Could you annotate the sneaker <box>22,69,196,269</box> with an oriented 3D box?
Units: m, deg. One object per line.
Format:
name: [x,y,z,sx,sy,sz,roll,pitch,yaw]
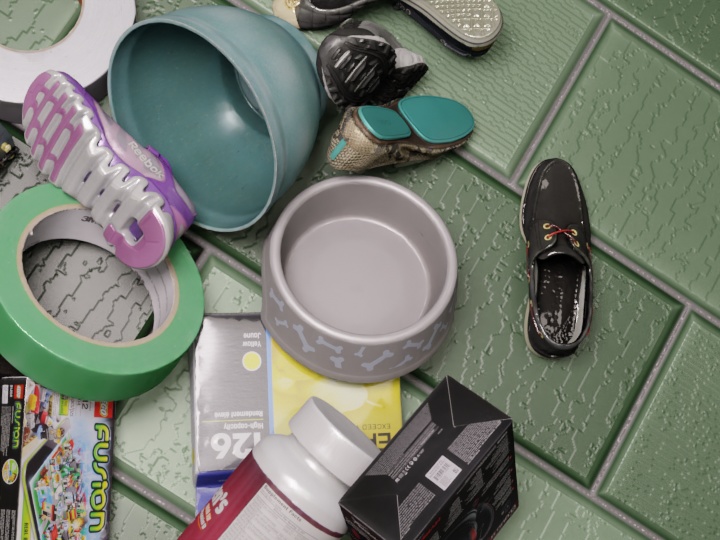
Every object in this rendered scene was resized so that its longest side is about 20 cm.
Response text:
sneaker: [-0.218,-0.094,1.110,0.201,0.080,0.088,51,34,6]

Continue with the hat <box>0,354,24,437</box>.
hat: [-0.332,0.148,1.078,0.080,0.200,0.203,-4,83,34]

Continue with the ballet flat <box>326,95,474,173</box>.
ballet flat: [0.032,-0.126,1.196,0.199,0.075,0.068,-16,67,-54]

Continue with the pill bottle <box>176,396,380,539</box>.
pill bottle: [-0.073,0.214,1.080,0.109,0.110,0.200,40,93,-1]

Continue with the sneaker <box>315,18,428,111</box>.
sneaker: [-0.004,-0.198,1.167,0.079,0.200,0.074,46,105,10]

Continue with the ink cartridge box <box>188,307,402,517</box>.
ink cartridge box: [-0.059,0.138,1.157,0.195,0.047,0.203,-1,78,-12]

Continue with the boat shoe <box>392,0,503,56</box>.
boat shoe: [0.063,-0.285,1.251,0.075,0.062,0.200,-44,75,-10]

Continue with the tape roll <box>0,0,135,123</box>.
tape roll: [-0.310,-0.243,1.168,0.198,0.066,0.203,2,80,-11]

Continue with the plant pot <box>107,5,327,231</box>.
plant pot: [-0.114,-0.155,1.140,0.201,0.200,0.134,50,48,1]

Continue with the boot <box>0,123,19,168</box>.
boot: [-0.353,-0.055,1.122,0.203,0.073,0.154,41,72,-3]

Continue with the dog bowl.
dog bowl: [0.000,0.000,1.156,0.197,0.059,0.202,5,61,-8]

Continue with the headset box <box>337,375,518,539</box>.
headset box: [0.066,0.209,1.095,0.075,0.201,0.149,33,68,27]

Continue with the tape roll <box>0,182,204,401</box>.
tape roll: [-0.235,0.015,1.091,0.199,0.048,0.202,20,45,-22]

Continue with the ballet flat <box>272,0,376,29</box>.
ballet flat: [-0.001,-0.286,1.202,0.198,0.057,0.067,-17,84,22]

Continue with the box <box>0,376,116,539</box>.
box: [-0.264,0.196,1.072,0.034,0.110,0.203,-4,81,33]

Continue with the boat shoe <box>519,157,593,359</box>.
boat shoe: [0.197,-0.016,1.226,0.073,0.063,0.204,5,77,-8]
